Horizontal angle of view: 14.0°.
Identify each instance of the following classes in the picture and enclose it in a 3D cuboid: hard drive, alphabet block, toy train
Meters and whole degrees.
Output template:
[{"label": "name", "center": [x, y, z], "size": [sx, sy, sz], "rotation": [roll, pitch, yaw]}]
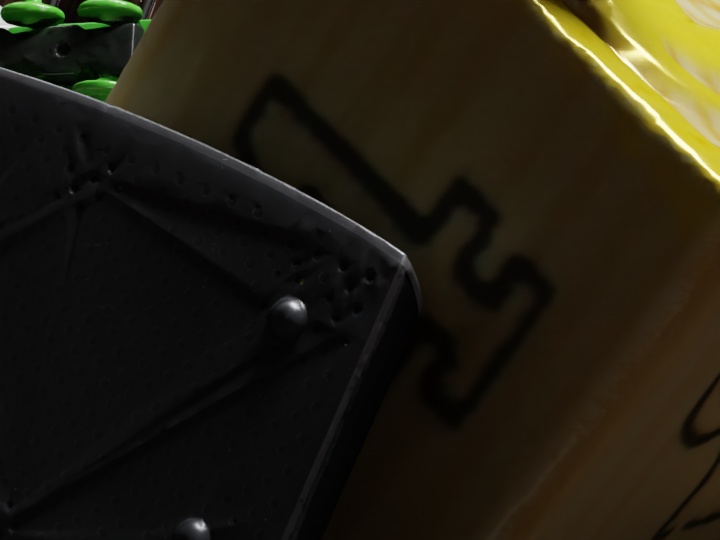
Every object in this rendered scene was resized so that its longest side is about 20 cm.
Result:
[{"label": "hard drive", "center": [-0.082, 0.022, 0.834], "size": [0.200, 0.135, 0.042], "rotation": [22, -1, 32]}, {"label": "alphabet block", "center": [0.047, -0.015, 0.902], "size": [0.196, 0.200, 0.195], "rotation": [45, 28, 20]}, {"label": "toy train", "center": [-0.099, -0.071, 1.015], "size": [0.200, 0.042, 0.056], "rotation": [-1, -12, 16]}]

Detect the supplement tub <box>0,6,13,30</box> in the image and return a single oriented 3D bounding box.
[{"label": "supplement tub", "center": [-0.202, -0.047, 1.174], "size": [0.144, 0.144, 0.200], "rotation": [20, -5, -42]}]
